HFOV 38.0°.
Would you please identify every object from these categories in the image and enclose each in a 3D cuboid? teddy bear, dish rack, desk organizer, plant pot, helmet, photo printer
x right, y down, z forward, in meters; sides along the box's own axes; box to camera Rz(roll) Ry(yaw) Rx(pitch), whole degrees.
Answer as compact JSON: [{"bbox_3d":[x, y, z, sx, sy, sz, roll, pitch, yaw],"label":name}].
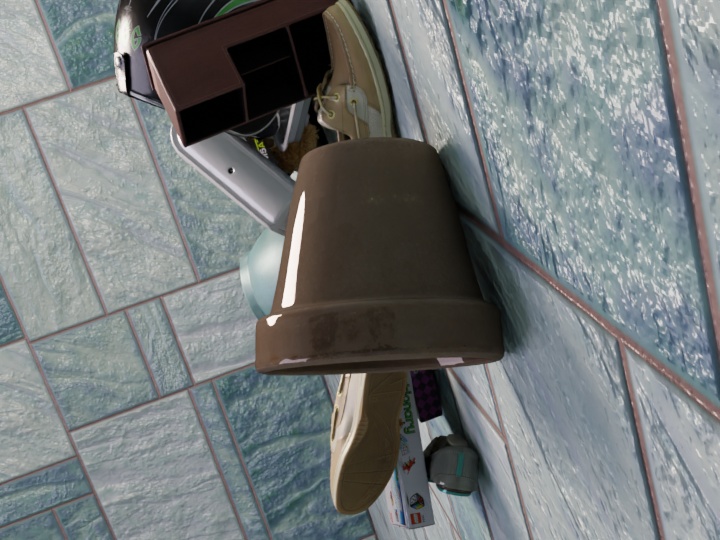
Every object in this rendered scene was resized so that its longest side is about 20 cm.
[{"bbox_3d":[-0.117,-0.233,1.409,0.067,0.144,0.201,7,-101,-54],"label":"teddy bear"},{"bbox_3d":[-0.092,-0.263,1.280,0.200,0.043,0.172,112,140,-57],"label":"dish rack"},{"bbox_3d":[-0.095,-0.197,0.985,0.077,0.199,0.072,61,167,20],"label":"desk organizer"},{"bbox_3d":[0.010,-0.009,0.834,0.200,0.199,0.176,122,145,-81],"label":"plant pot"},{"bbox_3d":[-0.096,0.009,1.562,0.200,0.134,0.201,-19,-90,-75],"label":"plant pot"},{"bbox_3d":[-0.156,-0.254,1.103,0.200,0.199,0.192,-136,66,-75],"label":"helmet"},{"bbox_3d":[-0.157,-0.131,1.381,0.200,0.070,0.166,39,-177,10],"label":"photo printer"}]

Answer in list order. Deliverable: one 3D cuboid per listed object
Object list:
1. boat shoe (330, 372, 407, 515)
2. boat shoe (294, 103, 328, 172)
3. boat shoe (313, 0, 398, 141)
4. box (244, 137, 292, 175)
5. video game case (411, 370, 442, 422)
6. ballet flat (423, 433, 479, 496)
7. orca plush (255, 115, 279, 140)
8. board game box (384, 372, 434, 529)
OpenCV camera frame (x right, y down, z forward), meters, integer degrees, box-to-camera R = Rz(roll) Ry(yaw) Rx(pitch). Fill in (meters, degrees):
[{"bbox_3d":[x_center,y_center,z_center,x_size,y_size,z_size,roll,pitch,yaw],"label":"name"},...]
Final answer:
[{"bbox_3d":[0.002,0.170,1.160,0.069,0.073,0.201,35,115,56],"label":"boat shoe"},{"bbox_3d":[-0.095,-0.235,1.480,0.072,0.060,0.202,15,-131,-55],"label":"boat shoe"},{"bbox_3d":[-0.008,-0.149,0.976,0.074,0.066,0.201,-123,16,-63],"label":"boat shoe"},{"bbox_3d":[-0.141,-0.247,1.588,0.193,0.047,0.201,-72,-34,-68],"label":"box"},{"bbox_3d":[0.040,0.062,1.312,0.181,0.036,0.201,-124,16,-59],"label":"video game case"},{"bbox_3d":[0.103,0.223,1.223,0.200,0.067,0.064,130,148,-81],"label":"ballet flat"},{"bbox_3d":[-0.169,-0.230,1.344,0.105,0.071,0.201,102,149,-50],"label":"orca plush"},{"bbox_3d":[0.044,0.198,1.228,0.126,0.034,0.201,124,138,-77],"label":"board game box"}]
